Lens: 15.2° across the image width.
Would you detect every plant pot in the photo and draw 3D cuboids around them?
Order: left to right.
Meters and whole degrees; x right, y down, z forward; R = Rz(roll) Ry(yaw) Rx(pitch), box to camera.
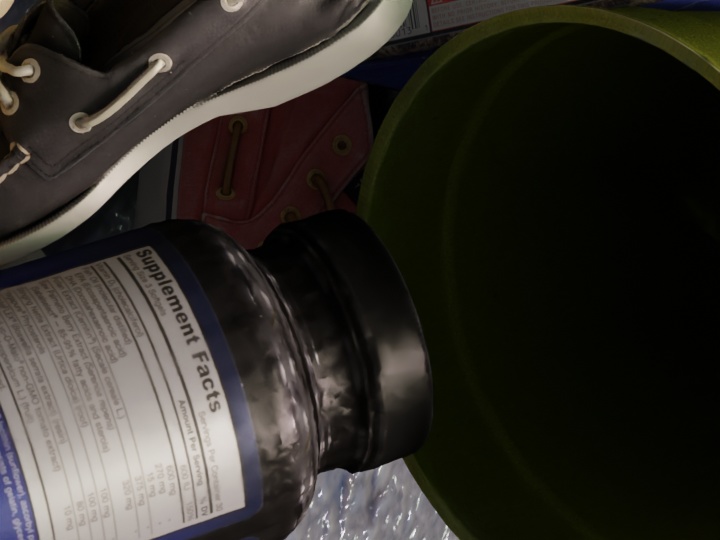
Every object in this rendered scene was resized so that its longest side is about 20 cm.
[{"bbox_3d":[0.134,-0.003,0.909,0.192,0.200,0.201,-17,120,-45],"label":"plant pot"}]

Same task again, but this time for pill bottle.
[{"bbox_3d":[-0.083,0.048,0.857,0.199,0.112,0.112,-18,127,-22],"label":"pill bottle"}]

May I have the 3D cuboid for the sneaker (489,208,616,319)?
[{"bbox_3d":[0.056,-0.028,1.023,0.075,0.114,0.201,34,72,-31],"label":"sneaker"}]

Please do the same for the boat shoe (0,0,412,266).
[{"bbox_3d":[-0.081,-0.064,0.858,0.060,0.199,0.074,54,15,-40],"label":"boat shoe"}]

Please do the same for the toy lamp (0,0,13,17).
[{"bbox_3d":[-0.125,-0.058,0.805,0.201,0.058,0.058,-64,154,-20],"label":"toy lamp"}]

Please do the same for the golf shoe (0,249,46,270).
[{"bbox_3d":[-0.098,0.062,0.963,0.073,0.092,0.200,-54,147,-32],"label":"golf shoe"}]

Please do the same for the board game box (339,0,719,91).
[{"bbox_3d":[0.059,-0.176,0.939,0.097,0.159,0.201,5,77,-68],"label":"board game box"}]

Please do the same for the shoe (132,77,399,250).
[{"bbox_3d":[-0.029,-0.013,0.979,0.071,0.091,0.201,45,38,-56],"label":"shoe"}]
